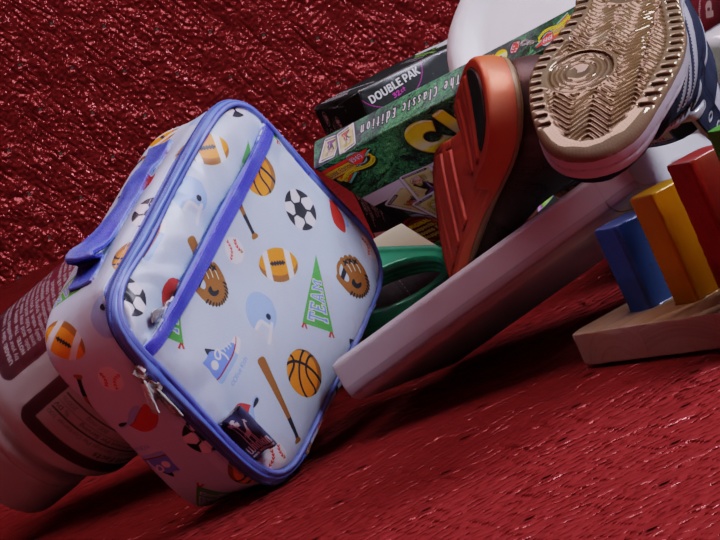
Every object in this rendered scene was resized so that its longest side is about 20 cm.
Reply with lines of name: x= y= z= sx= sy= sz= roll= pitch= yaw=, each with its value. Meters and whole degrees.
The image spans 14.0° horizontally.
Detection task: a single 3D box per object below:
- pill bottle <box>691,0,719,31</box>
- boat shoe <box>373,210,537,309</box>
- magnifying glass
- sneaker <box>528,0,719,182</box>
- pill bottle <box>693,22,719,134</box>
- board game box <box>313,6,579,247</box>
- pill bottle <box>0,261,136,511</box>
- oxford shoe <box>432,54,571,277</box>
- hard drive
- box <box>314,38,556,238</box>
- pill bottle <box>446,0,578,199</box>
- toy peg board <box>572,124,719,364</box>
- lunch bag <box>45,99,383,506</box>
pill bottle: x=0.308 y=-0.189 z=2.101 sx=0.114 sy=0.115 sz=0.200 roll=-25 pitch=6 yaw=-7
boat shoe: x=0.022 y=0.015 z=1.756 sx=0.199 sy=0.063 sz=0.071 roll=-26 pitch=18 yaw=-8
magnifying glass: x=0.000 y=0.000 z=1.691 sx=0.079 sy=0.022 sz=0.200 roll=-28 pitch=18 yaw=-12
sneaker: x=0.129 y=-0.076 z=1.363 sx=0.070 sy=0.109 sz=0.200 roll=-5 pitch=36 yaw=16
pill bottle: x=0.260 y=-0.108 z=1.644 sx=0.113 sy=0.113 sz=0.200 roll=-19 pitch=9 yaw=42
board game box: x=0.080 y=-0.075 z=1.561 sx=0.200 sy=0.105 sz=0.024 roll=-26 pitch=44 yaw=39
pill bottle: x=-0.145 y=0.046 z=1.693 sx=0.200 sy=0.114 sz=0.114 roll=-39 pitch=0 yaw=23
oxford shoe: x=0.081 y=-0.047 z=1.522 sx=0.072 sy=0.071 sz=0.200 roll=-6 pitch=-22 yaw=-11
hard drive: x=0.091 y=-0.003 z=1.531 sx=0.200 sy=0.027 sz=0.132 roll=-36 pitch=-9 yaw=27
box: x=0.098 y=-0.089 z=1.928 sx=0.199 sy=0.149 sz=0.124 roll=-27 pitch=5 yaw=-13
pill bottle: x=0.137 y=-0.096 z=1.673 sx=0.114 sy=0.115 sz=0.200 roll=-23 pitch=-29 yaw=17
toy peg board: x=0.212 y=-0.046 z=1.397 sx=0.200 sy=0.098 sz=0.199 roll=-27 pitch=7 yaw=-26
lunch bag: x=-0.077 y=0.015 z=1.539 sx=0.075 sy=0.160 sz=0.200 roll=-21 pitch=31 yaw=38
